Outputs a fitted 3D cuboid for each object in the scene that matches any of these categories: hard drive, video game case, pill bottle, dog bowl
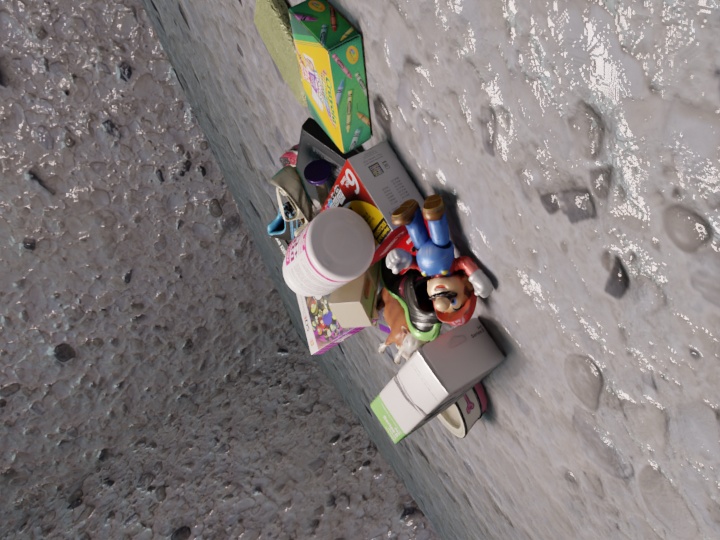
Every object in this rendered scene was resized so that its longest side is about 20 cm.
[{"bbox_3d":[-0.059,-0.183,1.153,0.138,0.033,0.201,36,157,4],"label":"hard drive"},{"bbox_3d":[-0.057,0.055,1.278,0.199,0.035,0.185,-34,65,40],"label":"video game case"},{"bbox_3d":[-0.061,-0.021,1.011,0.115,0.112,0.200,59,155,0],"label":"pill bottle"},{"bbox_3d":[0.173,0.223,1.209,0.202,0.073,0.201,54,165,22],"label":"dog bowl"}]

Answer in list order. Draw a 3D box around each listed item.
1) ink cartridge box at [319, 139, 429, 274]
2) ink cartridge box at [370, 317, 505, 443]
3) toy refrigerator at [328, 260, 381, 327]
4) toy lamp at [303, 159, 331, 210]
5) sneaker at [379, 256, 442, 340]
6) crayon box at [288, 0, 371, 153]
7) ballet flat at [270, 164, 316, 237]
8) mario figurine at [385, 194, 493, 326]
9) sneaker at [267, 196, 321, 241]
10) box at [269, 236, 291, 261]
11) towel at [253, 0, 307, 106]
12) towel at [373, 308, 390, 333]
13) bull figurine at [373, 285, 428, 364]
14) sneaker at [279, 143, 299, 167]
[{"bbox_3d":[0.028,-0.080,1.012,0.178,0.083,0.200,57,156,8],"label":"ink cartridge box"},{"bbox_3d":[0.123,0.183,1.008,0.085,0.144,0.201,54,141,18],"label":"ink cartridge box"},{"bbox_3d":[0.000,0.000,1.146,0.077,0.068,0.203,64,-151,-46],"label":"toy refrigerator"},{"bbox_3d":[-0.067,-0.121,1.164,0.058,0.058,0.202,51,166,32],"label":"toy lamp"},{"bbox_3d":[0.101,0.033,1.119,0.202,0.075,0.085,58,134,35],"label":"sneaker"},{"bbox_3d":[-0.043,-0.296,0.943,0.119,0.058,0.202,52,165,30],"label":"crayon box"},{"bbox_3d":[-0.105,-0.094,1.117,0.067,0.063,0.203,35,155,59],"label":"ballet flat"},{"bbox_3d":[0.113,0.001,0.886,0.123,0.105,0.203,27,146,61],"label":"mario figurine"},{"bbox_3d":[-0.126,-0.128,1.310,0.200,0.081,0.074,-49,56,35],"label":"sneaker"},{"bbox_3d":[-0.096,-0.028,1.464,0.047,0.192,0.202,-38,80,40],"label":"box"},{"bbox_3d":[-0.132,-0.406,1.094,0.203,0.036,0.148,61,166,1],"label":"towel"},{"bbox_3d":[0.045,0.093,1.347,0.197,0.023,0.145,22,152,23],"label":"towel"},{"bbox_3d":[0.075,0.103,1.184,0.122,0.064,0.203,-54,32,38],"label":"bull figurine"},{"bbox_3d":[-0.095,-0.236,1.252,0.198,0.075,0.081,17,148,53],"label":"sneaker"}]
